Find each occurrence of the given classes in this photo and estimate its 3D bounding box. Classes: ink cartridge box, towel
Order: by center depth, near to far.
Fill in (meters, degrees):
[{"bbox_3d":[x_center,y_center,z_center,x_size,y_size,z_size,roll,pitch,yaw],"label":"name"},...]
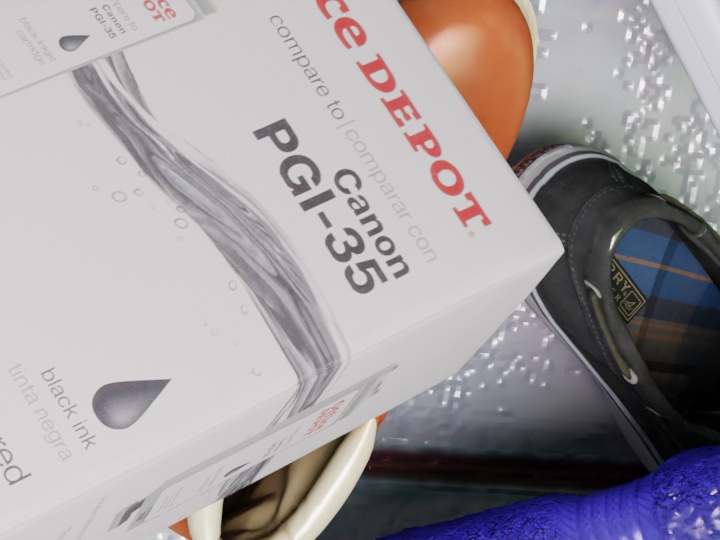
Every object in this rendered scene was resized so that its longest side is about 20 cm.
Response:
[{"bbox_3d":[-0.072,-0.011,0.637,0.200,0.083,0.147,-26,76,-32],"label":"ink cartridge box"},{"bbox_3d":[0.077,0.084,0.763,0.200,0.148,0.050,-17,70,15],"label":"towel"}]

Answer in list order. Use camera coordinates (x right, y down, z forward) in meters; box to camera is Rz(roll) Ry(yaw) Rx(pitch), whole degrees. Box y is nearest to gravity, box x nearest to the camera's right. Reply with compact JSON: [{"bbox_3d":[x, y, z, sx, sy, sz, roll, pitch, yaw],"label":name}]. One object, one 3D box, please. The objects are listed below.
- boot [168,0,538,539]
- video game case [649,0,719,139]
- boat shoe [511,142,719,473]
[{"bbox_3d":[0.000,0.000,0.754,0.075,0.107,0.200,30,95,-21],"label":"boot"},{"bbox_3d":[0.117,-0.147,0.731,0.182,0.022,0.200,-51,120,-40],"label":"video game case"},{"bbox_3d":[0.114,0.035,0.807,0.069,0.057,0.200,-51,125,-5],"label":"boat shoe"}]
